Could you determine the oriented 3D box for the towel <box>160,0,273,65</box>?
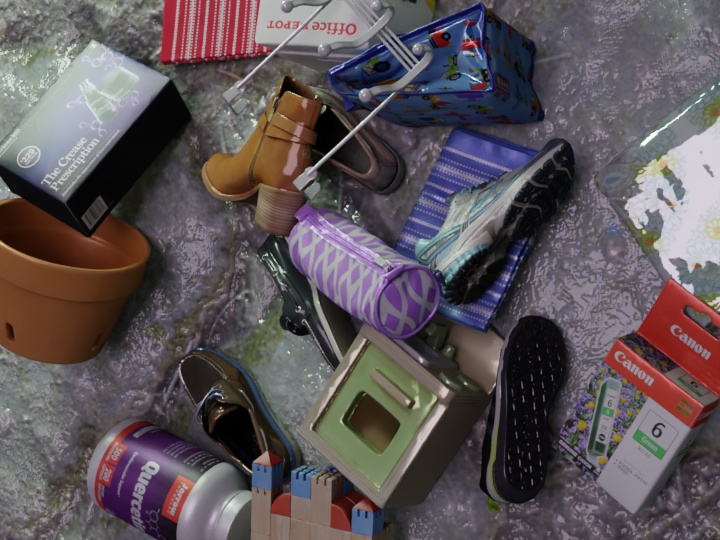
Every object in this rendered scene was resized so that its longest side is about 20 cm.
[{"bbox_3d":[-0.153,-0.322,1.624,0.197,0.022,0.147,0,82,26],"label":"towel"}]

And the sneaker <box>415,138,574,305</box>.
[{"bbox_3d":[0.131,-0.066,1.371,0.200,0.078,0.086,-46,55,2],"label":"sneaker"}]

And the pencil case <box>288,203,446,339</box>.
[{"bbox_3d":[0.000,0.000,1.394,0.084,0.086,0.199,-45,36,-11],"label":"pencil case"}]

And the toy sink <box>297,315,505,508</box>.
[{"bbox_3d":[0.049,0.127,1.417,0.130,0.112,0.201,39,102,25],"label":"toy sink"}]

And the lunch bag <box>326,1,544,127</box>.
[{"bbox_3d":[0.071,-0.192,1.418,0.198,0.150,0.096,-11,79,26],"label":"lunch bag"}]

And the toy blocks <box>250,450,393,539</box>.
[{"bbox_3d":[-0.041,0.267,1.439,0.198,0.100,0.139,8,101,28],"label":"toy blocks"}]

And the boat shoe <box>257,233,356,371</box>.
[{"bbox_3d":[-0.064,0.038,1.505,0.066,0.074,0.201,-33,68,15],"label":"boat shoe"}]

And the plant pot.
[{"bbox_3d":[-0.361,0.017,1.612,0.199,0.199,0.142,29,114,27],"label":"plant pot"}]

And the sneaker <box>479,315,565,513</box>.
[{"bbox_3d":[0.152,0.143,1.384,0.083,0.071,0.203,-31,42,64],"label":"sneaker"}]

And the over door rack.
[{"bbox_3d":[-0.041,-0.193,1.354,0.200,0.066,0.148,-47,65,15],"label":"over door rack"}]

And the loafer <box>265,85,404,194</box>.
[{"bbox_3d":[-0.037,-0.156,1.521,0.199,0.063,0.072,37,101,26],"label":"loafer"}]

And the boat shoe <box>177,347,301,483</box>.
[{"bbox_3d":[-0.147,0.159,1.539,0.200,0.072,0.073,43,103,25],"label":"boat shoe"}]

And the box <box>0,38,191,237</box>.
[{"bbox_3d":[-0.322,-0.160,1.619,0.140,0.079,0.201,26,69,29],"label":"box"}]

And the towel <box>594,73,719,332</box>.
[{"bbox_3d":[0.345,-0.066,1.319,0.171,0.048,0.201,-38,69,18],"label":"towel"}]

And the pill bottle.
[{"bbox_3d":[-0.206,0.252,1.537,0.198,0.112,0.114,21,94,28],"label":"pill bottle"}]

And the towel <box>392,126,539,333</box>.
[{"bbox_3d":[0.115,-0.048,1.423,0.144,0.024,0.202,22,79,29],"label":"towel"}]

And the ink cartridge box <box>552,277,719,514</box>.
[{"bbox_3d":[0.280,0.121,1.309,0.109,0.050,0.202,39,116,25],"label":"ink cartridge box"}]

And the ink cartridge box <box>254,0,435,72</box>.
[{"bbox_3d":[-0.007,-0.323,1.477,0.146,0.144,0.203,9,88,29],"label":"ink cartridge box"}]

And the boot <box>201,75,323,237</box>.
[{"bbox_3d":[-0.108,-0.143,1.510,0.200,0.076,0.157,41,121,57],"label":"boot"}]
